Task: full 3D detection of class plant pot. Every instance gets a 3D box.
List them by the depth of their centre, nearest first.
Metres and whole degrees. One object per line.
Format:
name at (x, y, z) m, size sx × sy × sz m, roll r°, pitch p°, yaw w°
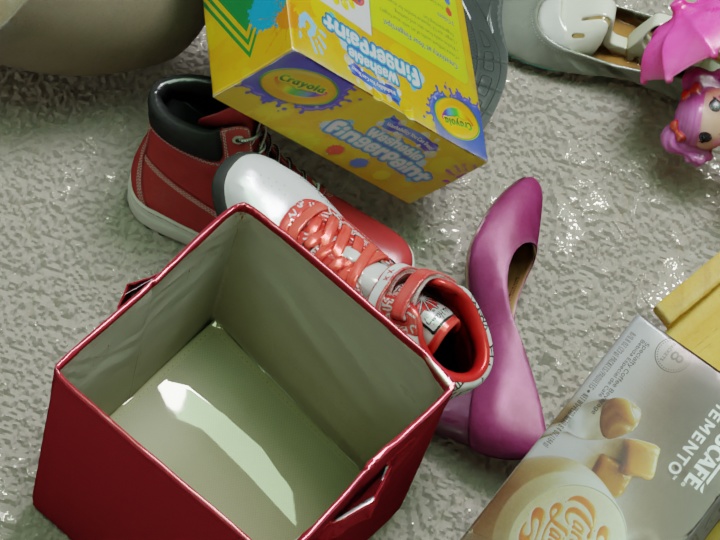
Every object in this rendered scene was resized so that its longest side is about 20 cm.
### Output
plant pot at (-0.168, -0.210, 1.756) m, size 0.134 × 0.200 × 0.201 m, roll 26°, pitch 53°, yaw -29°

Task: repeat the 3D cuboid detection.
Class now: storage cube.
storage cube at (-0.075, 0.103, 1.587) m, size 0.200 × 0.180 × 0.171 m, roll 39°, pitch 59°, yaw 12°

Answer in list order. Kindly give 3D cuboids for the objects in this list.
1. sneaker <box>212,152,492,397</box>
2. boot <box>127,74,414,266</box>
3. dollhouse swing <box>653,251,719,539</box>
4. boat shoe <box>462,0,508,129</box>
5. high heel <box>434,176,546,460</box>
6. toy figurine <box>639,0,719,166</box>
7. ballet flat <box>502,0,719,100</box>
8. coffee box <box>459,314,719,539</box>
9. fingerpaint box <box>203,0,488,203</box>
sneaker at (0.001, 0.000, 1.622) m, size 0.067 × 0.108 × 0.202 m, roll -44°, pitch 103°, yaw -31°
boot at (-0.051, -0.054, 1.707) m, size 0.200 × 0.144 × 0.073 m, roll 22°, pitch 57°, yaw 0°
dollhouse swing at (0.263, 0.114, 1.743) m, size 0.200 × 0.176 × 0.182 m, roll 49°, pitch 20°, yaw 17°
boat shoe at (0.060, -0.160, 1.850) m, size 0.074 × 0.065 × 0.202 m, roll 17°, pitch 62°, yaw -18°
high heel at (0.109, 0.032, 1.729) m, size 0.096 × 0.067 × 0.200 m, roll 13°, pitch 69°, yaw 21°
toy figurine at (0.279, -0.111, 1.809) m, size 0.184 × 0.200 × 0.150 m, roll 19°, pitch 17°, yaw 5°
ballet flat at (0.187, -0.169, 1.876) m, size 0.200 × 0.064 × 0.068 m, roll 16°, pitch 58°, yaw -3°
coffee box at (0.157, 0.144, 1.629) m, size 0.114 × 0.080 × 0.200 m, roll 37°, pitch 81°, yaw 17°
fingerpaint box at (-0.014, -0.158, 1.704) m, size 0.200 × 0.073 × 0.167 m, roll 26°, pitch 47°, yaw -46°
